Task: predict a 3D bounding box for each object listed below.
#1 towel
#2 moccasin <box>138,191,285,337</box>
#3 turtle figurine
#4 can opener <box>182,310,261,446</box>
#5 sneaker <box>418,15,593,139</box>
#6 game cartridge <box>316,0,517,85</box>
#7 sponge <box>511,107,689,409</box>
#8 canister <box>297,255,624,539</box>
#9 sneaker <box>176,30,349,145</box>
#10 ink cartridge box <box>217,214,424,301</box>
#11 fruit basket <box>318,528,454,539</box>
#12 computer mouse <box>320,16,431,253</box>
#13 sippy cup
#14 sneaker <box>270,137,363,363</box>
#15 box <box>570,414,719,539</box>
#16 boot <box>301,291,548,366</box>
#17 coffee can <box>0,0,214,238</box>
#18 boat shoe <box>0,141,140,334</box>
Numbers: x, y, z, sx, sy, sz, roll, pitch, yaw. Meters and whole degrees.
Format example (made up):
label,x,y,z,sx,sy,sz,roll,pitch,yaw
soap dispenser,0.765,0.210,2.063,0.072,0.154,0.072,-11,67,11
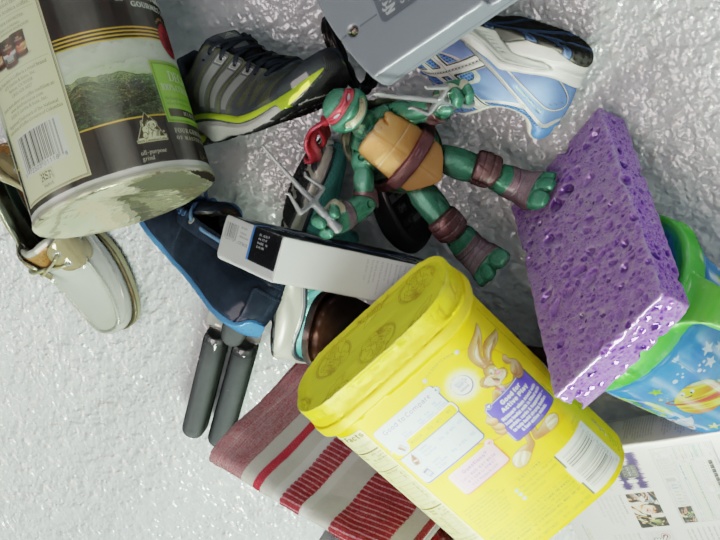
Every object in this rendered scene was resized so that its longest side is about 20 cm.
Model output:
label,x,y,z,sx,sy,sz,roll,pitch,yaw
towel,-0.006,0.146,1.134,0.200,0.144,0.023,25,145,30
moccasin,-0.120,-0.026,1.153,0.068,0.080,0.200,-50,58,10
turtle figurine,0.036,-0.082,1.015,0.200,0.101,0.150,32,111,-17
can opener,-0.121,0.074,1.226,0.052,0.067,0.200,21,123,7
sneaker,0.066,-0.158,1.025,0.199,0.076,0.077,22,116,15
game cartridge,0.020,-0.237,0.976,0.133,0.040,0.201,-29,67,22
sponge,0.164,-0.012,0.985,0.030,0.200,0.112,23,127,-25
canister,0.075,0.109,1.006,0.148,0.087,0.200,-42,108,14
sneaker,-0.087,-0.148,1.079,0.200,0.074,0.081,-9,102,48
ink cartridge box,0.000,0.000,1.067,0.099,0.199,0.039,20,96,57
fruit basket,0.058,0.207,1.124,0.185,0.200,0.094,4,116,23
computer mouse,0.007,-0.104,1.090,0.034,0.059,0.201,-10,107,36
sippy cup,0.229,0.049,1.010,0.130,0.178,0.140,32,109,-23
sneaker,-0.029,-0.015,1.149,0.079,0.078,0.201,5,116,-6
box,0.256,0.174,1.098,0.199,0.036,0.145,-12,123,29
boot,0.072,0.066,1.075,0.199,0.186,0.064,12,90,23
coffee can,-0.211,-0.143,1.080,0.146,0.146,0.201,-23,82,31
boat shoe,-0.274,-0.023,1.245,0.075,0.068,0.200,-27,100,32
